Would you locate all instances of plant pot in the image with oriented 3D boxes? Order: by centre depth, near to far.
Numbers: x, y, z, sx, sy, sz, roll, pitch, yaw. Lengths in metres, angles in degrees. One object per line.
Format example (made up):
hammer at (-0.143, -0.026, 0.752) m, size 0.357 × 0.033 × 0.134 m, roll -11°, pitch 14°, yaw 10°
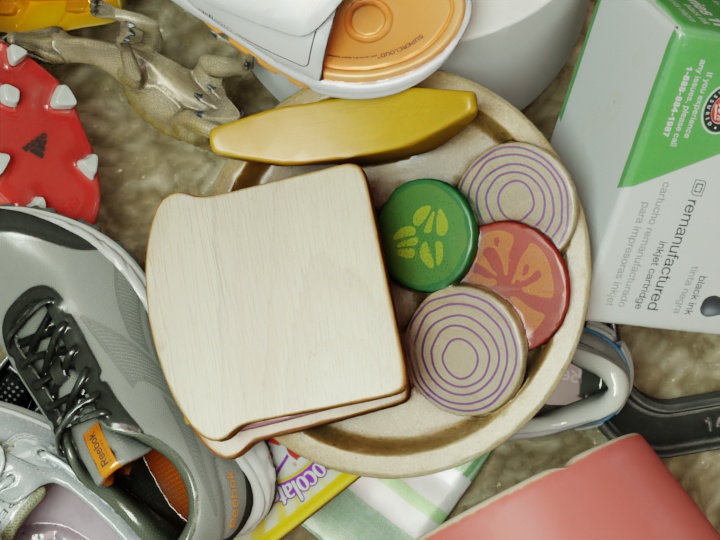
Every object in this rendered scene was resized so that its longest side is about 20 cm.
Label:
plant pot at (0.112, 0.188, 0.792) m, size 0.200 × 0.200 × 0.178 m, roll -26°, pitch 78°, yaw -6°

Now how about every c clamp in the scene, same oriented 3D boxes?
c clamp at (0.204, 0.010, 0.882) m, size 0.199 × 0.027 × 0.172 m, roll -14°, pitch 96°, yaw -13°

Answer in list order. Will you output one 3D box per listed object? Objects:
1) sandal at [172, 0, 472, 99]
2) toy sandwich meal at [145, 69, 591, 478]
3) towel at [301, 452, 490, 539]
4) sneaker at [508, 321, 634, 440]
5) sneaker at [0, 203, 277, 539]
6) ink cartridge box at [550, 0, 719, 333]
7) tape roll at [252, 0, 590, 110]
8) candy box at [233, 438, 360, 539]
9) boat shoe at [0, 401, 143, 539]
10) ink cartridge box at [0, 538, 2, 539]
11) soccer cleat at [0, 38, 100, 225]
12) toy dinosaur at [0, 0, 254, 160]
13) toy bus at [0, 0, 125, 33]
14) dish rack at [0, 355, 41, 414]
sandal at (-0.052, -0.140, 0.704) m, size 0.206 × 0.059 × 0.079 m, roll 25°, pitch 79°, yaw 10°
toy sandwich meal at (0.000, 0.000, 0.724) m, size 0.204 × 0.070 × 0.206 m, roll -1°, pitch 87°, yaw 15°
towel at (0.016, 0.044, 0.871) m, size 0.152 × 0.023 × 0.200 m, roll 37°, pitch 83°, yaw -2°
sneaker at (0.040, 0.052, 0.815) m, size 0.199 × 0.087 × 0.075 m, roll -4°, pitch 93°, yaw 3°
sneaker at (-0.121, 0.051, 0.766) m, size 0.200 × 0.079 × 0.074 m, roll 49°, pitch 118°, yaw 2°
ink cartridge box at (0.197, -0.047, 0.780) m, size 0.199 × 0.083 × 0.147 m, roll 6°, pitch 116°, yaw -21°
tape roll at (0.023, -0.178, 0.816) m, size 0.201 × 0.139 × 0.204 m, roll 0°, pitch 76°, yaw 1°
candy box at (-0.052, 0.078, 0.810) m, size 0.200 × 0.026 × 0.102 m, roll -41°, pitch 84°, yaw 24°
boat shoe at (-0.142, 0.128, 0.780) m, size 0.202 × 0.065 × 0.075 m, roll 37°, pitch 99°, yaw -7°
ink cartridge box at (-0.204, 0.229, 0.755) m, size 0.200 × 0.083 × 0.147 m, roll -38°, pitch 88°, yaw 35°
soccer cleat at (-0.205, -0.092, 0.809) m, size 0.200 × 0.085 × 0.069 m, roll 48°, pitch 60°, yaw -13°
toy dinosaur at (-0.081, -0.082, 0.823) m, size 0.200 × 0.101 × 0.058 m, roll 36°, pitch 64°, yaw -6°
toy bus at (-0.177, -0.246, 0.823) m, size 0.135 × 0.200 × 0.193 m, roll 1°, pitch 52°, yaw 24°
dish rack at (-0.234, 0.004, 0.839) m, size 0.200 × 0.055 × 0.154 m, roll 39°, pitch 83°, yaw 0°
